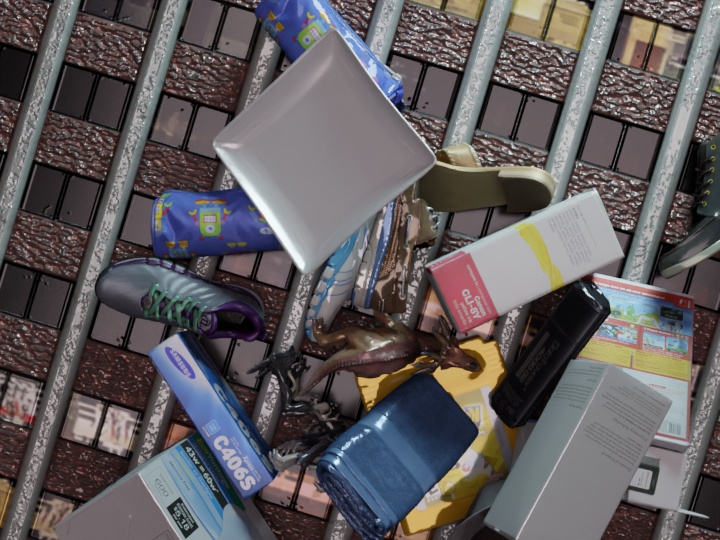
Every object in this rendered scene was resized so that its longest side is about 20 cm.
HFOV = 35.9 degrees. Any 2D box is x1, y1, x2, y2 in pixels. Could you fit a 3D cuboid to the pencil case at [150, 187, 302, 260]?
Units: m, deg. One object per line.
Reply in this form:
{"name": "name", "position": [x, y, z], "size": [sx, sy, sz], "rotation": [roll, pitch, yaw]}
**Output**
{"name": "pencil case", "position": [-0.145, -0.061, 1.295], "size": [0.200, 0.078, 0.087], "rotation": [-6, 99, 1]}

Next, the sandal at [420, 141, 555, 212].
{"name": "sandal", "position": [0.128, -0.116, 1.299], "size": [0.212, 0.078, 0.070], "rotation": [7, 48, 22]}

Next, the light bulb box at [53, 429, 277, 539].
{"name": "light bulb box", "position": [-0.199, 0.304, 1.227], "size": [0.125, 0.200, 0.198], "rotation": [-33, 89, 14]}

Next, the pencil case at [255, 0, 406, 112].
{"name": "pencil case", "position": [-0.032, -0.250, 1.285], "size": [0.087, 0.078, 0.200], "rotation": [-40, 89, 17]}

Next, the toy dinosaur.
{"name": "toy dinosaur", "position": [0.029, 0.091, 1.238], "size": [0.200, 0.136, 0.086], "rotation": [-20, 119, -30]}

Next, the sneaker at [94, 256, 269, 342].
{"name": "sneaker", "position": [-0.200, 0.037, 1.265], "size": [0.200, 0.088, 0.074], "rotation": [10, 104, -17]}

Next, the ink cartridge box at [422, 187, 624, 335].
{"name": "ink cartridge box", "position": [0.180, -0.010, 1.254], "size": [0.200, 0.145, 0.083], "rotation": [-26, 91, 1]}

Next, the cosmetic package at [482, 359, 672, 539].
{"name": "cosmetic package", "position": [0.218, 0.196, 1.131], "size": [0.085, 0.108, 0.200], "rotation": [30, 83, -9]}

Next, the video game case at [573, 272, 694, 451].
{"name": "video game case", "position": [0.305, 0.098, 1.262], "size": [0.143, 0.017, 0.200], "rotation": [13, 57, 1]}

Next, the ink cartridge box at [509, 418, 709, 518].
{"name": "ink cartridge box", "position": [0.285, 0.222, 1.256], "size": [0.200, 0.116, 0.068], "rotation": [14, 84, -10]}

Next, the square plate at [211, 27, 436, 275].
{"name": "square plate", "position": [-0.042, -0.130, 1.226], "size": [0.198, 0.028, 0.200], "rotation": [-40, 74, 16]}

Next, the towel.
{"name": "towel", "position": [0.040, 0.201, 1.223], "size": [0.112, 0.049, 0.200], "rotation": [52, 47, 3]}

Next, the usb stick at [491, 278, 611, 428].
{"name": "usb stick", "position": [0.209, 0.095, 1.232], "size": [0.055, 0.033, 0.200], "rotation": [53, 128, 32]}

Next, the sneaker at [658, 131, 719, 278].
{"name": "sneaker", "position": [0.402, -0.083, 1.292], "size": [0.200, 0.075, 0.106], "rotation": [-39, 84, -8]}

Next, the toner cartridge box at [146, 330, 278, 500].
{"name": "toner cartridge box", "position": [-0.167, 0.164, 1.289], "size": [0.043, 0.095, 0.200], "rotation": [-34, 90, 0]}

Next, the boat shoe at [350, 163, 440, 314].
{"name": "boat shoe", "position": [0.051, -0.047, 1.244], "size": [0.072, 0.072, 0.200], "rotation": [18, 87, 1]}

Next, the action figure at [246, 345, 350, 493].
{"name": "action figure", "position": [-0.059, 0.193, 1.280], "size": [0.102, 0.119, 0.200], "rotation": [-31, 80, -8]}

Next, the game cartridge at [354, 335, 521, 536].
{"name": "game cartridge", "position": [0.105, 0.193, 1.313], "size": [0.176, 0.032, 0.200], "rotation": [-18, 91, 1]}

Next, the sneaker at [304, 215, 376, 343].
{"name": "sneaker", "position": [0.000, 0.000, 1.298], "size": [0.087, 0.075, 0.200], "rotation": [25, 91, -4]}

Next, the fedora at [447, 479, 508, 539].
{"name": "fedora", "position": [0.171, 0.309, 1.265], "size": [0.177, 0.090, 0.200], "rotation": [-18, 118, 0]}
